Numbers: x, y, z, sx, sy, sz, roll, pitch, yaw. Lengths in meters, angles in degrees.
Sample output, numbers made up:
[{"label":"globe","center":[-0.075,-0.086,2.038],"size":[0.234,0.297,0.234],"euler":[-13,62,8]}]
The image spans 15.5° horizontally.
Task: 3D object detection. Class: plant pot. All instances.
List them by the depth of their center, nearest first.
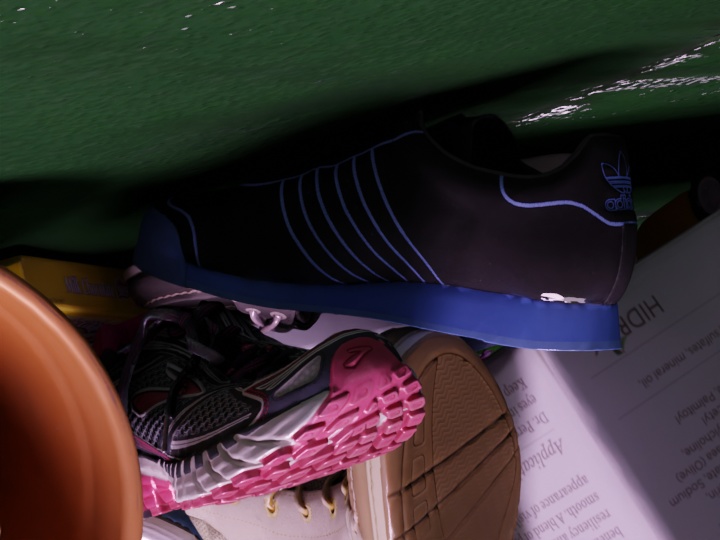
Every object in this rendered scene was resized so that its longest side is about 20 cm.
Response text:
[{"label":"plant pot","center":[-0.191,0.079,0.945],"size":[0.199,0.201,0.140],"euler":[-10,-172,-18]}]

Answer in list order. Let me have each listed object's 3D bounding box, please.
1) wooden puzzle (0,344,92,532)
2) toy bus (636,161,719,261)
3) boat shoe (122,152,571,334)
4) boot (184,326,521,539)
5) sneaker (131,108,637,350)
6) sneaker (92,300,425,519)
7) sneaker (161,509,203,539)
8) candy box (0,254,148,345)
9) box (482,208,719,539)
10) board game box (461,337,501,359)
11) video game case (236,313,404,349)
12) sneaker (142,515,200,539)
[{"label":"wooden puzzle","center":[-0.159,0.095,1.101],"size":[0.185,0.037,0.200],"euler":[-18,-154,26]},{"label":"toy bus","center":[0.209,-0.023,1.175],"size":[0.065,0.079,0.200],"euler":[-8,172,-35]},{"label":"boat shoe","center":[0.000,0.000,1.093],"size":[0.199,0.057,0.067],"euler":[-14,172,9]},{"label":"boot","center":[-0.009,0.082,1.039],"size":[0.072,0.200,0.154],"euler":[-38,-134,-27]},{"label":"sneaker","center":[0.009,-0.021,0.950],"size":[0.199,0.078,0.070],"euler":[8,-176,28]},{"label":"sneaker","center":[-0.049,0.044,0.939],"size":[0.080,0.075,0.200],"euler":[-14,179,-31]},{"label":"sneaker","center":[-0.055,0.168,1.212],"size":[0.079,0.201,0.130],"euler":[10,-145,41]},{"label":"candy box","center":[-0.147,0.022,1.138],"size":[0.102,0.026,0.200],"euler":[-18,172,16]},{"label":"box","center":[0.129,0.091,1.119],"size":[0.200,0.172,0.199],"euler":[-29,174,-36]},{"label":"board game box","center":[0.050,0.060,1.405],"size":[0.151,0.037,0.200],"euler":[-21,-165,48]},{"label":"video game case","center":[0.009,0.018,1.284],"size":[0.199,0.022,0.182],"euler":[-11,-179,-4]},{"label":"sneaker","center":[-0.155,0.156,1.131],"size":[0.200,0.080,0.074],"euler":[-19,142,41]}]
